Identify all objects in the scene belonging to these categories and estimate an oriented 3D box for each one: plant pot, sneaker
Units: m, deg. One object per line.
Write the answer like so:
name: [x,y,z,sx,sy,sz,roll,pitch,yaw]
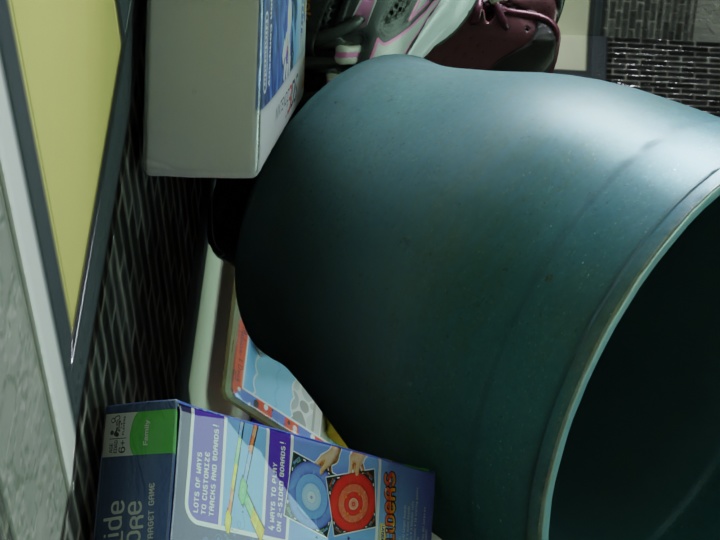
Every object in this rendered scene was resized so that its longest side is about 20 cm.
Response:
plant pot: [0.060,0.011,1.002,0.200,0.187,0.201,-33,137,-36]
sneaker: [-0.015,-0.091,1.089,0.086,0.080,0.201,58,48,-59]
sneaker: [0.041,-0.150,1.345,0.076,0.115,0.201,-82,151,-64]

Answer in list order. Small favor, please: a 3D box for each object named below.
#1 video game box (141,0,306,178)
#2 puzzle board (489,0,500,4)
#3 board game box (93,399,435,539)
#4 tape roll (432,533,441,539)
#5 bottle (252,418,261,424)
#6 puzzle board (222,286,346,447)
video game box: [-0.044,-0.146,0.947,0.182,0.046,0.202,-83,176,-77]
puzzle board: [0.022,-0.228,1.105,0.151,0.017,0.201,53,23,-42]
board game box: [-0.034,0.153,0.863,0.135,0.034,0.202,20,69,-48]
tape roll: [0.058,0.081,1.442,0.071,0.201,0.204,-59,154,-61]
bottle: [-0.027,0.158,1.304,0.084,0.065,0.202,93,1,-80]
puzzle board: [0.000,0.000,1.226,0.151,0.017,0.201,37,47,-41]
